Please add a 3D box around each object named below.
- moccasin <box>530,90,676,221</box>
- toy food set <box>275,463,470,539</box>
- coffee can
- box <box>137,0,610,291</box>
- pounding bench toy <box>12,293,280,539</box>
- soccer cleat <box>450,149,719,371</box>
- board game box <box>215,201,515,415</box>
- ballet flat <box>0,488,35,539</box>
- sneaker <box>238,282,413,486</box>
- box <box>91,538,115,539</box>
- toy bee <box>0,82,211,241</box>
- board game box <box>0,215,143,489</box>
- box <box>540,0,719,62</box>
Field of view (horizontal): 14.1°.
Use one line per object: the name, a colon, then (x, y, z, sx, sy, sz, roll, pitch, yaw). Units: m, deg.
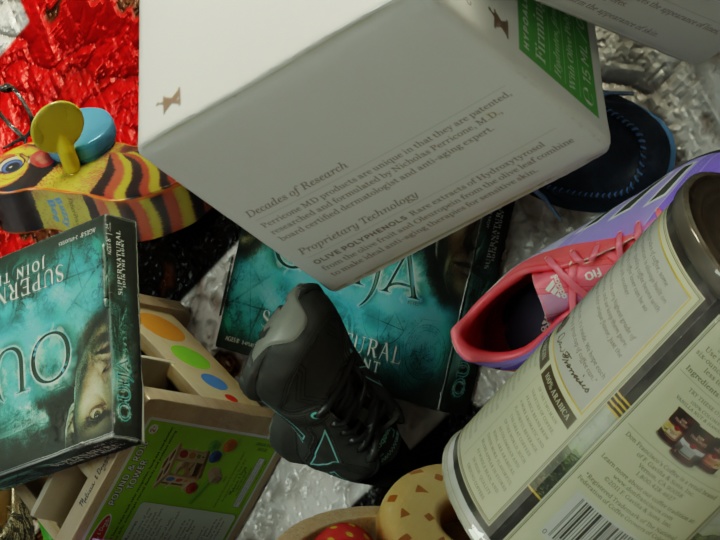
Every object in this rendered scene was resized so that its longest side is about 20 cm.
moccasin: (0.086, -0.076, 1.636, 0.200, 0.068, 0.081, 15, 92, 45)
toy food set: (0.045, 0.179, 1.536, 0.198, 0.200, 0.049, 45, 130, 40)
coffee can: (0.158, 0.070, 1.479, 0.200, 0.146, 0.146, -49, 52, 26)
box: (0.004, -0.138, 1.565, 0.200, 0.171, 0.199, -28, 46, 29)
pounding bench toy: (-0.168, 0.126, 1.801, 0.156, 0.124, 0.200, 43, 111, 41)
soccer cleat: (0.135, 0.000, 1.561, 0.200, 0.073, 0.068, -34, 74, 36)
board game box: (0.000, 0.000, 1.732, 0.200, 0.028, 0.135, 13, 91, 45)
ballet flat: (-0.257, 0.102, 1.928, 0.075, 0.068, 0.200, 90, 165, -65)
sneaker: (-0.012, 0.068, 1.630, 0.079, 0.200, 0.075, 30, 76, 17)
box: (-0.101, 0.263, 1.702, 0.039, 0.137, 0.200, 161, 117, -78)
toy bee: (-0.195, -0.047, 1.877, 0.200, 0.109, 0.131, -4, 122, 52)
board game box: (-0.206, 0.059, 1.733, 0.200, 0.028, 0.135, -21, 65, 40)
box: (0.144, -0.239, 1.509, 0.131, 0.200, 0.199, -31, 61, 31)
